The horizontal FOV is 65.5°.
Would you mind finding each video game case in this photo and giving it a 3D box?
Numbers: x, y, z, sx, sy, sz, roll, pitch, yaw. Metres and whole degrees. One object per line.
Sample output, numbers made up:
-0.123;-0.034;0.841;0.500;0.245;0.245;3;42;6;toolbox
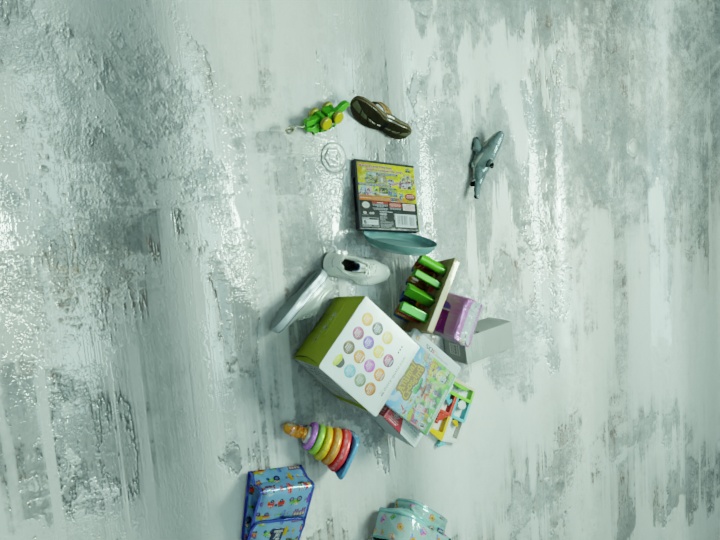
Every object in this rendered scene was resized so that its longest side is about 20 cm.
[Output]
0.153;0.286;1.436;0.181;0.022;0.203;39;72;-21;video game case
0.068;-0.196;1.498;0.194;0.025;0.188;0;82;-31;video game case

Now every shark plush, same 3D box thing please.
0.364;-0.317;1.659;0.090;0.082;0.204;36;75;-28;shark plush

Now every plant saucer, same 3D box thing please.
0.101;-0.072;1.450;0.195;0.199;0.028;0;107;-31;plant saucer

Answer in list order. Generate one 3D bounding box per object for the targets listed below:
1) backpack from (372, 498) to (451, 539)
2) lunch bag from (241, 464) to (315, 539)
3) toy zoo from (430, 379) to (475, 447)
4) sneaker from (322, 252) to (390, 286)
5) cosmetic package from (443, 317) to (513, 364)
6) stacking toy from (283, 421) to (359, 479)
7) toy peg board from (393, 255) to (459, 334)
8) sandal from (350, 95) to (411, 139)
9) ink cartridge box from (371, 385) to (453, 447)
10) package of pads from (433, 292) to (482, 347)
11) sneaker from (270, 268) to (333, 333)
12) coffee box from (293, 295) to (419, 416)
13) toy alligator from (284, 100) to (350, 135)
0.135;0.716;1.535;0.197;0.174;0.157;32;61;-28;backpack
-0.210;0.599;1.374;0.147;0.093;0.207;5;103;-32;lunch bag
0.268;0.431;1.684;0.129;0.020;0.205;29;78;-30;toy zoo
0.000;0.000;1.453;0.195;0.086;0.077;7;88;-33;sneaker
0.354;0.207;1.675;0.195;0.106;0.093;-17;101;-31;cosmetic package
-0.109;0.429;1.418;0.196;0.116;0.112;29;84;-15;stacking toy
0.151;0.052;1.498;0.096;0.199;0.205;26;79;-13;toy peg board
0.055;-0.409;1.468;0.195;0.081;0.056;17;68;-30;sandal
0.122;0.335;1.516;0.146;0.143;0.202;46;70;-23;ink cartridge box
0.236;0.124;1.542;0.074;0.198;0.124;26;84;-34;package of pads
-0.137;0.088;1.381;0.200;0.072;0.071;-47;111;-20;sneaker
-0.015;0.202;1.379;0.197;0.199;0.202;42;72;-17;coffee box
-0.105;-0.362;1.386;0.198;0.059;0.055;-34;150;-25;toy alligator
